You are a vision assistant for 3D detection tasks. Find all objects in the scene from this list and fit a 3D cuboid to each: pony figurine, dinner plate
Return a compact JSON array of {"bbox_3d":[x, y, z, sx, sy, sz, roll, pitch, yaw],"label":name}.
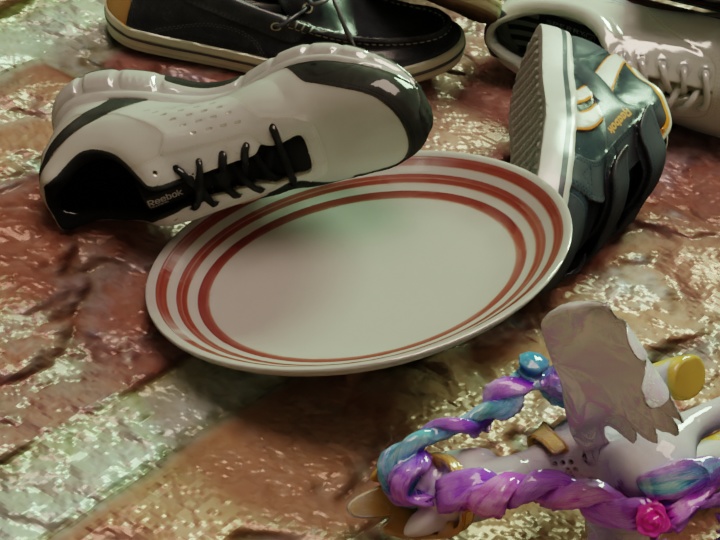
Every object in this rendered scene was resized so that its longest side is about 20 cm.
[{"bbox_3d":[0.116,0.083,1.075,0.199,0.168,0.193,-11,7,-27],"label":"pony figurine"},{"bbox_3d":[0.000,0.000,1.214,0.199,0.024,0.201,-8,30,5],"label":"dinner plate"}]

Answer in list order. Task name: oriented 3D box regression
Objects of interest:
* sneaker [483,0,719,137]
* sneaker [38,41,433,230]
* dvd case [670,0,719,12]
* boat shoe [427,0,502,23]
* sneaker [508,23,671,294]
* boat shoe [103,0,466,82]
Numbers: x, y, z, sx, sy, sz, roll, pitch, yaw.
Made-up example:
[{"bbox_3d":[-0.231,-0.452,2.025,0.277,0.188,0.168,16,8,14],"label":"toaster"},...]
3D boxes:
[{"bbox_3d":[0.159,-0.106,1.436,0.199,0.073,0.071,16,32,25],"label":"sneaker"},{"bbox_3d":[-0.061,-0.054,1.249,0.199,0.074,0.080,-7,37,21],"label":"sneaker"},{"bbox_3d":[0.224,-0.153,1.489,0.145,0.022,0.200,13,7,1],"label":"dvd case"},{"bbox_3d":[0.034,-0.191,1.476,0.071,0.065,0.200,20,13,-26],"label":"boat shoe"},{"bbox_3d":[0.115,-0.053,1.324,0.079,0.079,0.200,19,38,-6],"label":"sneaker"},{"bbox_3d":[-0.038,-0.143,1.429,0.199,0.063,0.075,9,31,-8],"label":"boat shoe"}]
